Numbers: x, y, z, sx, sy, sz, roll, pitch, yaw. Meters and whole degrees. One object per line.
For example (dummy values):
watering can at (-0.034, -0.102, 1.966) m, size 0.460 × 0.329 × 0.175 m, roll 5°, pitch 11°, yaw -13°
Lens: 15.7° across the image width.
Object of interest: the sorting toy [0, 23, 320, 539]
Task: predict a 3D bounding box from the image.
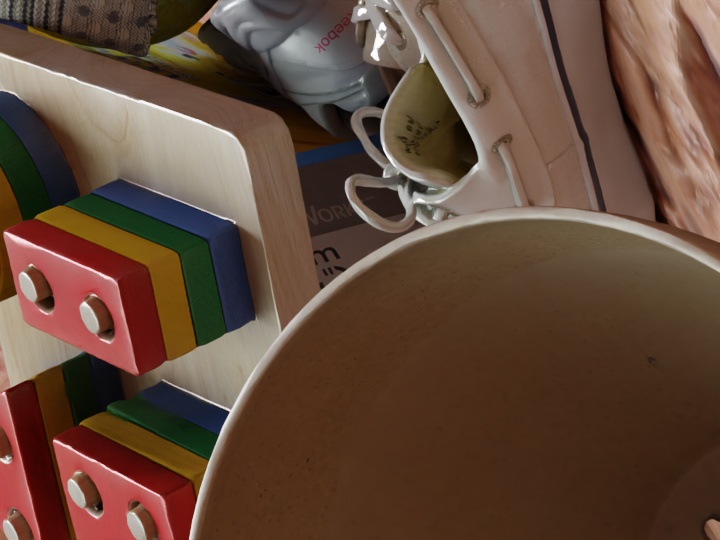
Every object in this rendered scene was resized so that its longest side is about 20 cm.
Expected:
sorting toy at (-0.094, 0.031, 0.908) m, size 0.199 × 0.069 × 0.201 m, roll 21°, pitch 129°, yaw 48°

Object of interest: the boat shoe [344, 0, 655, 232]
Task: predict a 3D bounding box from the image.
boat shoe at (0.032, -0.043, 0.787) m, size 0.075 × 0.086 × 0.202 m, roll 59°, pitch 175°, yaw 33°

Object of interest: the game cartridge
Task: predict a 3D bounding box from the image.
game cartridge at (-0.107, -0.089, 1.162) m, size 0.176 × 0.033 × 0.200 m, roll 32°, pitch -164°, yaw 37°

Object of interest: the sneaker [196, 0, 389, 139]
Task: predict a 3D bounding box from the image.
sneaker at (-0.015, -0.095, 1.150) m, size 0.099 × 0.078 × 0.200 m, roll 47°, pitch -175°, yaw -5°

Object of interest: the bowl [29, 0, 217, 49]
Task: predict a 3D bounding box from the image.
bowl at (-0.106, -0.208, 1.127) m, size 0.108 × 0.200 × 0.200 m, roll -35°, pitch 80°, yaw 42°

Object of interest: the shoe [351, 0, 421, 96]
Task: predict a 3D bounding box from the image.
shoe at (0.034, -0.060, 0.889) m, size 0.200 × 0.053 × 0.070 m, roll 63°, pitch 176°, yaw -20°

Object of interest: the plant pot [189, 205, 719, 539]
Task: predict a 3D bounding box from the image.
plant pot at (0.076, 0.087, 0.618) m, size 0.134 × 0.200 × 0.201 m, roll 1°, pitch -127°, yaw -53°

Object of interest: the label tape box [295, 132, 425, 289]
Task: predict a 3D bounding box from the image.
label tape box at (0.000, 0.000, 0.995) m, size 0.063 × 0.144 × 0.200 m, roll 96°, pitch 152°, yaw -44°

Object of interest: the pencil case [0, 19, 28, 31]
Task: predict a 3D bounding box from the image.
pencil case at (-0.175, -0.124, 1.005) m, size 0.088 × 0.088 × 0.201 m, roll -137°, pitch 36°, yaw -78°

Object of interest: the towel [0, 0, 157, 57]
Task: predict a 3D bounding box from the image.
towel at (-0.142, -0.192, 0.910) m, size 0.035 × 0.192 × 0.200 m, roll -75°, pitch 1°, yaw -66°
